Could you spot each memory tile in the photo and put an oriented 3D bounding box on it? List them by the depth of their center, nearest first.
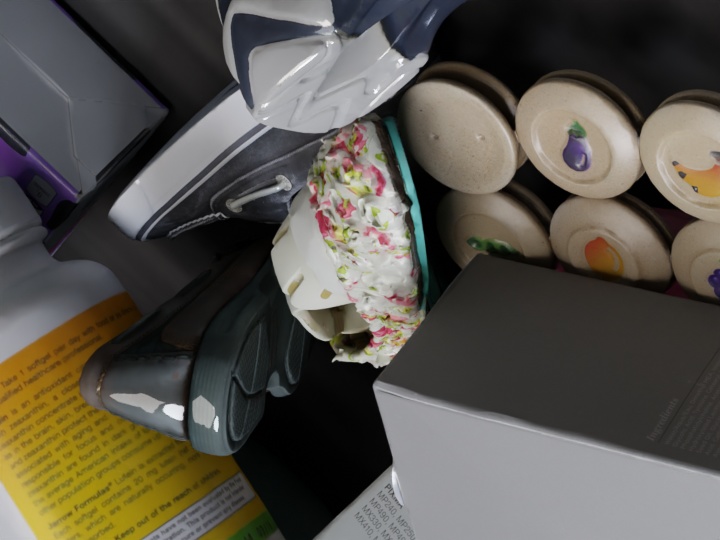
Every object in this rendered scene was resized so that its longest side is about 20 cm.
[{"bbox_3d":[0.111,-0.002,0.820,0.199,0.017,0.154,11,134,35],"label":"memory tile"}]

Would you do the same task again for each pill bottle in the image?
[{"bbox_3d":[-0.127,0.066,0.971,0.201,0.111,0.111,57,143,2],"label":"pill bottle"}]

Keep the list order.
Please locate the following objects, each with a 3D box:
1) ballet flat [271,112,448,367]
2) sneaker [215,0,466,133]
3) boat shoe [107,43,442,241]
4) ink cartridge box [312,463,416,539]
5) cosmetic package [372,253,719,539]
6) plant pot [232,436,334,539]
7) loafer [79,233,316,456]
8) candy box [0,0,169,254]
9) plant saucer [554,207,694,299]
[{"bbox_3d":[0.000,0.000,0.895,0.200,0.064,0.076,68,-175,-69],"label":"ballet flat"},{"bbox_3d":[0.018,-0.152,0.780,0.199,0.079,0.130,-40,66,29],"label":"sneaker"},{"bbox_3d":[-0.033,-0.048,0.945,0.068,0.072,0.200,48,136,-8],"label":"boat shoe"},{"bbox_3d":[0.010,0.179,0.975,0.083,0.200,0.146,50,-174,35],"label":"ink cartridge box"},{"bbox_3d":[0.113,0.074,0.814,0.199,0.090,0.107,17,138,32],"label":"cosmetic package"},{"bbox_3d":[-0.101,0.143,1.118,0.200,0.199,0.135,-25,83,51],"label":"plant pot"},{"bbox_3d":[-0.059,0.021,0.943,0.062,0.200,0.072,7,102,8],"label":"loafer"},{"bbox_3d":[-0.203,-0.067,1.069,0.168,0.072,0.200,43,143,-3],"label":"candy box"},{"bbox_3d":[0.133,0.050,0.910,0.200,0.051,0.201,25,141,22],"label":"plant saucer"}]
